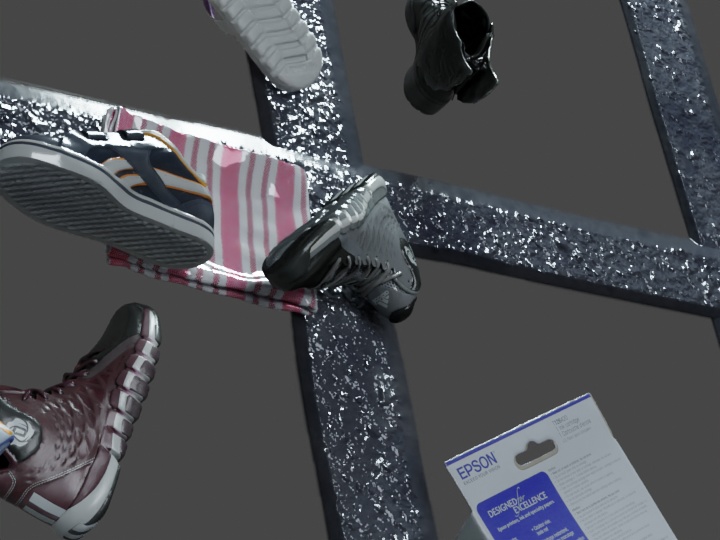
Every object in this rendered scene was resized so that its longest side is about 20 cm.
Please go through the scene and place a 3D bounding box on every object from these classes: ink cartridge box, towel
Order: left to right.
[{"bbox_3d":[-0.120,-0.048,1.618,0.199,0.030,0.147,15,52,-30],"label":"towel"},{"bbox_3d":[0.173,0.222,1.643,0.197,0.047,0.200,-19,71,-43],"label":"ink cartridge box"}]

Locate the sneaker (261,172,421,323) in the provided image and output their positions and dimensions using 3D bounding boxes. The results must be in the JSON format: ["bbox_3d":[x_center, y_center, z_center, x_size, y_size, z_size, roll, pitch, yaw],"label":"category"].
[{"bbox_3d":[0.000,0.000,1.628,0.116,0.075,0.200,58,31,-7],"label":"sneaker"}]

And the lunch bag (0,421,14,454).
[{"bbox_3d":[-0.310,0.145,1.229,0.076,0.160,0.200,48,44,1],"label":"lunch bag"}]

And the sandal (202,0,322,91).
[{"bbox_3d":[-0.109,-0.245,1.764,0.082,0.050,0.203,-30,93,-32],"label":"sandal"}]

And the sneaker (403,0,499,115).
[{"bbox_3d":[0.089,-0.221,1.856,0.060,0.104,0.200,25,47,-21],"label":"sneaker"}]

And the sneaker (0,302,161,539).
[{"bbox_3d":[-0.216,0.085,1.414,0.115,0.076,0.201,27,47,-16],"label":"sneaker"}]

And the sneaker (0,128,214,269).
[{"bbox_3d":[-0.194,-0.070,1.500,0.200,0.078,0.080,27,50,-41],"label":"sneaker"}]
